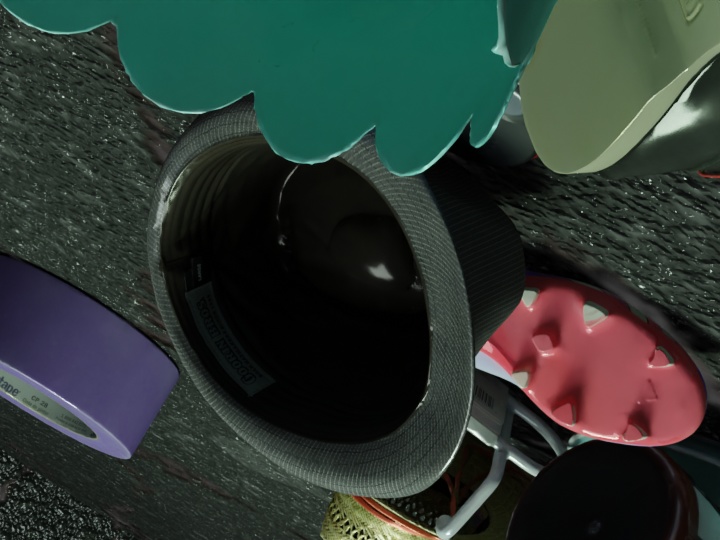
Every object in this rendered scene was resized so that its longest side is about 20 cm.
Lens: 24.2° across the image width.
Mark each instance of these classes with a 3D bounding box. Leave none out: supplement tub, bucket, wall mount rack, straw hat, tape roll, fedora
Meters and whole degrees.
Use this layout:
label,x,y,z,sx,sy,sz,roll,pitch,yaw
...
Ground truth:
label,x,y,z,sx,sy,sz,roll,pitch,yaw
supplement tub,0.169,0.178,0.892,0.107,0.107,0.200,11,155,48
bucket,-0.022,-0.131,0.365,0.206,0.135,0.207,28,164,9
wall mount rack,0.024,0.064,0.953,0.200,0.075,0.174,38,-161,-4
straw hat,0.028,0.148,1.007,0.200,0.085,0.201,26,-162,-9
tape roll,-0.262,0.075,1.450,0.199,0.085,0.200,27,162,10
fedora,0.000,0.000,0.721,0.199,0.090,0.178,2,107,45

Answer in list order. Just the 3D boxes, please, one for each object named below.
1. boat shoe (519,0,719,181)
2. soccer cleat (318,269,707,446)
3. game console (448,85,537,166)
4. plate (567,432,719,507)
label,x,y,z,sx,sy,sz,roll,pitch,yaw
boat shoe,0.111,-0.079,0.426,0.063,0.074,0.201,-2,163,-22
soccer cleat,0.073,0.025,0.803,0.199,0.067,0.076,20,-168,16
game console,-0.010,-0.115,0.573,0.199,0.031,0.177,29,163,2
plate,0.207,0.132,0.920,0.199,0.026,0.200,27,162,9
